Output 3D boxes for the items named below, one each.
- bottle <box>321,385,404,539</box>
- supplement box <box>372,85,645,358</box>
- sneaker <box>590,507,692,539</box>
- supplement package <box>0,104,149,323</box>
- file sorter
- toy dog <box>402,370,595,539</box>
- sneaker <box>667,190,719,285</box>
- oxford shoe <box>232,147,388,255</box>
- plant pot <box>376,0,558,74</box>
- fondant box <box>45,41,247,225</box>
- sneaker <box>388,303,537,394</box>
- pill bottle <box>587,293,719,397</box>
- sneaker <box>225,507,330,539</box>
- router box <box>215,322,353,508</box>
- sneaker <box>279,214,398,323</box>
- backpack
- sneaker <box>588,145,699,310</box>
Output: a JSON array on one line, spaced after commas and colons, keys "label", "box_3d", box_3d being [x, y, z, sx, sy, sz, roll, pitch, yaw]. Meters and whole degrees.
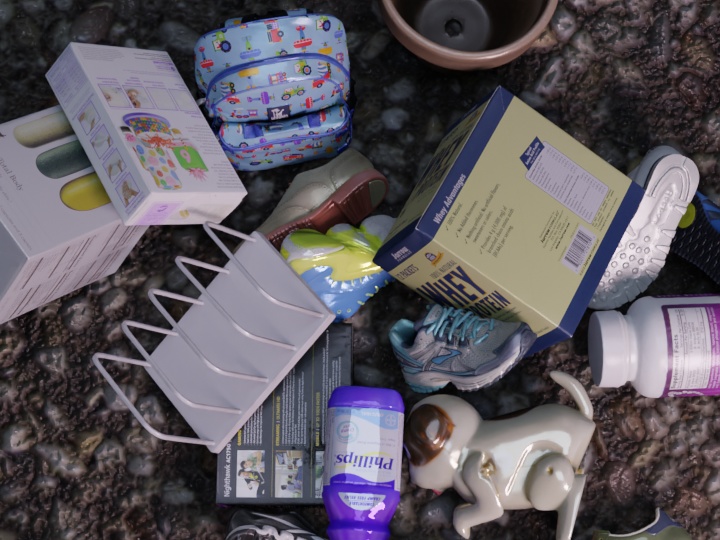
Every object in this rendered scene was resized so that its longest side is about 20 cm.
[{"label": "bottle", "box_3d": [0.001, 0.223, 1.535, 0.083, 0.065, 0.201, 4, 74, 0]}, {"label": "supplement box", "box_3d": [0.158, -0.048, 1.582, 0.199, 0.134, 0.200, 34, 67, -8]}, {"label": "sneaker", "box_3d": [0.265, 0.326, 1.590, 0.200, 0.067, 0.090, -26, 61, 2]}, {"label": "supplement package", "box_3d": [-0.342, -0.062, 1.554, 0.152, 0.151, 0.200, 52, 43, 9]}, {"label": "file sorter", "box_3d": [-0.157, 0.067, 1.539, 0.200, 0.124, 0.139, -49, 63, 11]}, {"label": "toy dog", "box_3d": [0.140, 0.195, 1.563, 0.199, 0.140, 0.195, 12, 99, 8]}, {"label": "sneaker", "box_3d": [0.401, -0.030, 1.635, 0.078, 0.200, 0.066, 14, 115, -35]}, {"label": "oxford shoe", "box_3d": [-0.066, -0.063, 1.662, 0.200, 0.071, 0.074, -32, 56, -7]}, {"label": "plant pot", "box_3d": [0.114, -0.301, 1.650, 0.199, 0.175, 0.201, 0, 79, -1]}, {"label": "fondant box", "box_3d": [-0.225, -0.143, 1.555, 0.058, 0.144, 0.200, -44, 67, 31]}, {"label": "sneaker", "box_3d": [0.099, 0.077, 1.557, 0.078, 0.200, 0.086, -44, 106, -37]}, {"label": "pill bottle", "box_3d": [0.354, 0.082, 1.612, 0.199, 0.112, 0.113, -2, 79, -2]}, {"label": "sneaker", "box_3d": [-0.059, 0.301, 1.577, 0.199, 0.091, 0.067, 24, 107, -20]}, {"label": "router box", "box_3d": [-0.081, 0.157, 1.613, 0.148, 0.051, 0.201, 1, 78, 0]}, {"label": "sneaker", "box_3d": [0.000, 0.000, 1.648, 0.199, 0.076, 0.105, -3, 121, -21]}, {"label": "backpack", "box_3d": [-0.092, -0.202, 1.611, 0.182, 0.200, 0.135, -9, 79, -4]}, {"label": "sneaker", "box_3d": [0.306, -0.047, 1.661, 0.076, 0.081, 0.200, 29, 98, -22]}]
